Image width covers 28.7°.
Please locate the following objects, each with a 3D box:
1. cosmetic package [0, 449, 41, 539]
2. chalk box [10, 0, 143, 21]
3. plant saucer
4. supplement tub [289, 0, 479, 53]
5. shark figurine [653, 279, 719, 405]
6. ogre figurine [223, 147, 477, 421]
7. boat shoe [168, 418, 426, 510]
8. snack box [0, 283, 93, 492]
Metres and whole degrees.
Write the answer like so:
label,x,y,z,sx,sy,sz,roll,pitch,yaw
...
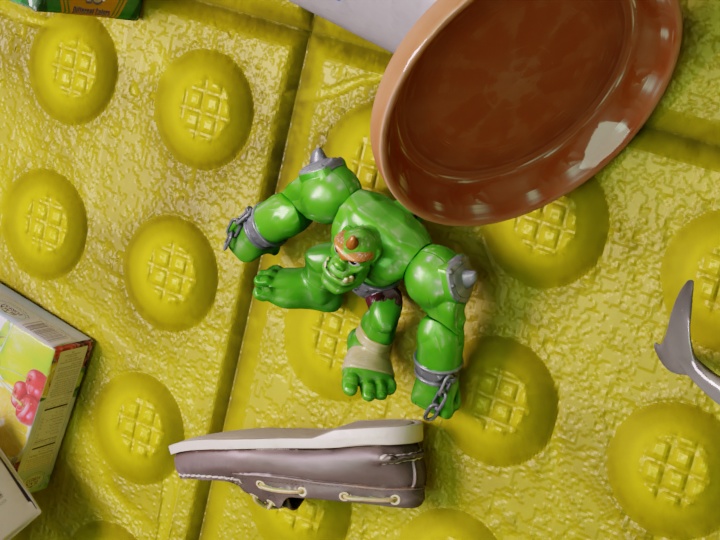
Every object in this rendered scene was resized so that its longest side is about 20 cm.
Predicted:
label,x,y,z,sx,sy,sz,roll,pitch,yaw
cosmetic package,-0.350,0.190,1.124,0.200,0.071,0.105,-24,101,47
chalk box,-0.218,-0.295,1.011,0.124,0.125,0.200,23,107,25
plant saucer,0.095,-0.110,0.824,0.200,0.200,0.032,-51,48,23
supplement tub,0.025,-0.208,0.884,0.200,0.132,0.132,30,109,24
shark figurine,0.272,0.079,0.814,0.214,0.090,0.128,-2,61,21
ogre figurine,0.000,0.000,0.946,0.200,0.098,0.120,53,135,30
boat shoe,-0.047,0.141,0.998,0.200,0.072,0.060,-6,89,24
snack box,-0.326,0.077,1.152,0.200,0.053,0.142,29,108,23
